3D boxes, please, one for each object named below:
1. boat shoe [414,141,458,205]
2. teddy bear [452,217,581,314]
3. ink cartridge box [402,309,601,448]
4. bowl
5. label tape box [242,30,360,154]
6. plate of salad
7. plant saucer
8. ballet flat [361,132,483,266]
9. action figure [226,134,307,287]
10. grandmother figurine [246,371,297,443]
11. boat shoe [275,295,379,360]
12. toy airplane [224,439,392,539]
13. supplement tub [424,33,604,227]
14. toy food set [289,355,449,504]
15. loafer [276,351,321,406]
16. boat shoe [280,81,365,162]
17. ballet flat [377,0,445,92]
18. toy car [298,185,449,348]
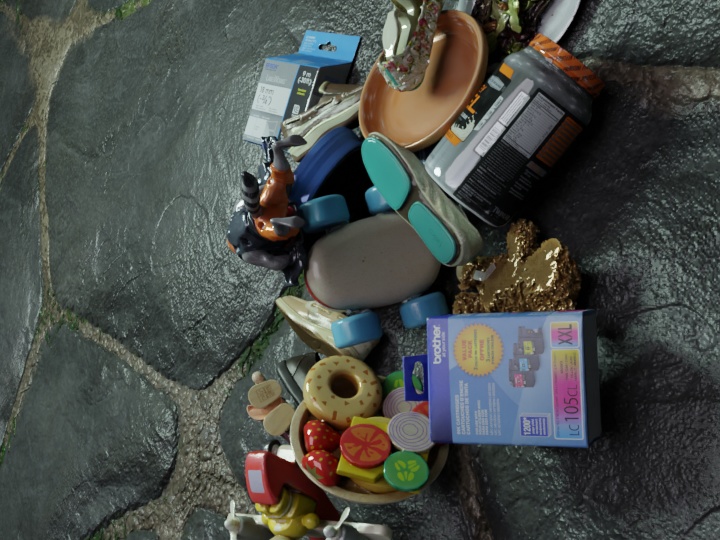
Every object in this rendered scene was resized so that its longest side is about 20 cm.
[{"bbox_3d":[0.086,-0.153,1.207,0.072,0.072,0.200,-37,45,40],"label":"boat shoe"},{"bbox_3d":[0.179,0.018,1.071,0.200,0.067,0.145,-33,48,44],"label":"teddy bear"},{"bbox_3d":[0.145,0.113,0.975,0.200,0.076,0.137,-4,87,27],"label":"ink cartridge box"},{"bbox_3d":[-0.054,-0.099,1.256,0.039,0.201,0.201,32,106,12],"label":"bowl"},{"bbox_3d":[-0.094,-0.280,1.428,0.144,0.063,0.200,22,97,47],"label":"label tape box"},{"bbox_3d":[0.190,-0.345,1.153,0.200,0.048,0.201,-13,71,44],"label":"plate of salad"},{"bbox_3d":[0.082,-0.232,1.164,0.200,0.037,0.201,-24,52,35],"label":"plant saucer"},{"bbox_3d":[0.074,-0.086,1.107,0.200,0.062,0.067,56,138,18],"label":"ballet flat"},{"bbox_3d":[-0.120,-0.086,1.104,0.193,0.104,0.200,132,129,-57],"label":"action figure"},{"bbox_3d":[-0.115,0.193,1.259,0.060,0.200,0.121,-21,74,-6],"label":"grandmother figurine"},{"bbox_3d":[-0.047,0.077,1.294,0.065,0.071,0.200,-43,41,-15],"label":"boat shoe"},{"bbox_3d":[-0.073,0.321,1.150,0.141,0.199,0.200,-58,-6,-41],"label":"toy airplane"},{"bbox_3d":[0.177,-0.160,1.055,0.200,0.122,0.123,-51,47,13],"label":"supplement tub"},{"bbox_3d":[0.015,0.193,1.114,0.200,0.197,0.049,-71,-9,-48],"label":"toy food set"},{"bbox_3d":[-0.041,0.184,1.244,0.071,0.073,0.200,-36,62,-1],"label":"loafer"},{"bbox_3d":[-0.030,-0.234,1.296,0.202,0.075,0.075,-31,88,20],"label":"boat shoe"},{"bbox_3d":[0.062,-0.318,1.157,0.076,0.064,0.200,-14,58,41],"label":"ballet flat"},{"bbox_3d":[0.000,0.000,1.218,0.200,0.177,0.185,149,105,-74],"label":"toy car"}]
